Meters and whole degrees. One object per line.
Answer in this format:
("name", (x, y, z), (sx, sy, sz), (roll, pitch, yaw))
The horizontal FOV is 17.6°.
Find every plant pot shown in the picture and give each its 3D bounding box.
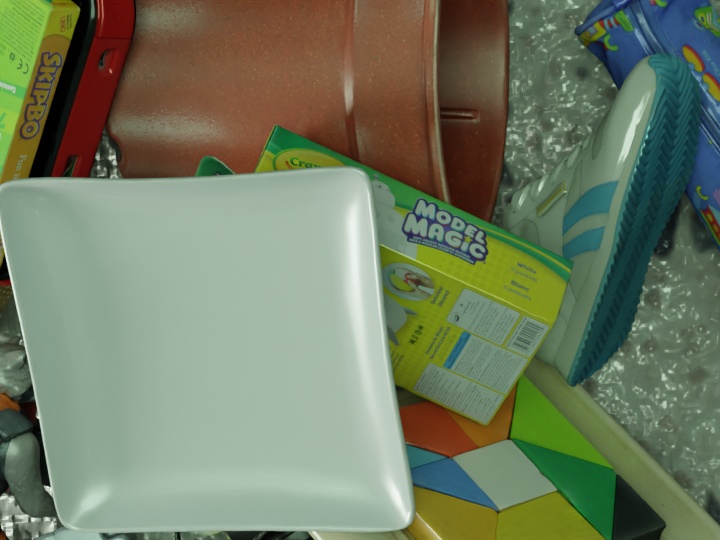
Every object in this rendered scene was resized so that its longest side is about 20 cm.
("plant pot", (-0.030, -0.114, 1.282), (0.193, 0.201, 0.203), (1, 89, 14))

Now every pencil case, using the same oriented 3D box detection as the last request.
("pencil case", (0.201, -0.078, 1.300), (0.078, 0.087, 0.201), (-33, 85, 5))

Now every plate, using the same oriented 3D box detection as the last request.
("plate", (-0.075, 0.040, 1.189), (0.198, 0.032, 0.202), (-2, 112, 15))

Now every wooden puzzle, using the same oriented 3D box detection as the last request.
("wooden puzzle", (0.073, 0.120, 1.244), (0.185, 0.199, 0.037), (46, 139, 34))

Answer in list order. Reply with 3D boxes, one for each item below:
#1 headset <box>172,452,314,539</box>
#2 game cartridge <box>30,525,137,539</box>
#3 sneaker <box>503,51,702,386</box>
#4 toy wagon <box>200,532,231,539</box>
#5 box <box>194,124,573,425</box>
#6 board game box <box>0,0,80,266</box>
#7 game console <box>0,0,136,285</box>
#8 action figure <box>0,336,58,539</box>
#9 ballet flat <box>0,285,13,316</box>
("headset", (-0.072, 0.123, 1.292), (0.123, 0.094, 0.201), (29, 70, -10))
("game cartridge", (-0.207, 0.235, 1.364), (0.198, 0.042, 0.134), (-22, 91, 5))
("sneaker", (0.125, -0.035, 1.279), (0.081, 0.076, 0.201), (35, 124, 25))
("toy wagon", (-0.051, 0.070, 1.349), (0.199, 0.040, 0.156), (-26, 86, 4))
("box", (0.000, 0.000, 1.226), (0.199, 0.118, 0.049), (23, 54, -4))
("board game box", (-0.214, -0.073, 1.251), (0.095, 0.030, 0.201), (38, 116, 33))
("game console", (-0.206, -0.109, 1.278), (0.177, 0.031, 0.201), (38, 120, 33))
("action figure", (-0.197, 0.136, 1.302), (0.198, 0.105, 0.195), (7, 90, 8))
("ballet flat", (-0.268, 0.039, 1.369), (0.199, 0.071, 0.066), (-23, 114, 8))
